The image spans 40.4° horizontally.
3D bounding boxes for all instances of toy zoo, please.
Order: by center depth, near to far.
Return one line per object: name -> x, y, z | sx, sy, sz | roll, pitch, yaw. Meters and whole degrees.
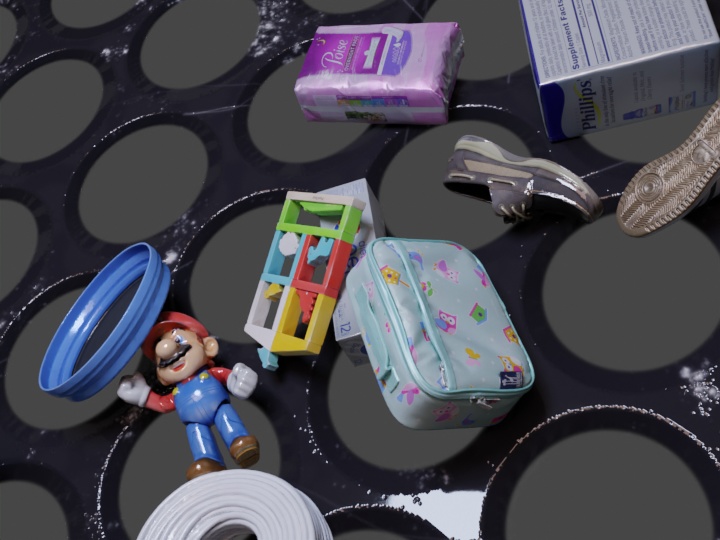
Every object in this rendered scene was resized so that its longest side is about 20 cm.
toy zoo -> -0.068, 0.013, 1.080 | 0.131, 0.020, 0.202 | 9, 80, 52

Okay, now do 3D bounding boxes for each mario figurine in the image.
mario figurine -> -0.187, 0.126, 1.053 | 0.123, 0.106, 0.201 | -13, 57, -32

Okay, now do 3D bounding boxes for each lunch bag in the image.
lunch bag -> 0.075, 0.061, 0.971 | 0.077, 0.159, 0.201 | -51, 47, 37

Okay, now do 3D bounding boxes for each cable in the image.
cable -> -0.124, 0.284, 0.942 | 0.199, 0.070, 0.201 | -26, 44, -1

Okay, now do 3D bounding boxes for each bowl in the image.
bowl -> -0.290, 0.060, 1.118 | 0.200, 0.039, 0.202 | -37, 30, 25

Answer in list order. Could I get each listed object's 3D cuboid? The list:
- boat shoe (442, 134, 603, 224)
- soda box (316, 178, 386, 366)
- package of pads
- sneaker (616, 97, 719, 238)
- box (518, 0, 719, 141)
boat shoe -> 0.176, -0.085, 1.091 | 0.199, 0.074, 0.074 | 27, 80, 40
soda box -> 0.000, 0.000, 1.092 | 0.063, 0.068, 0.202 | -16, 55, 11
package of pads -> 0.026, -0.249, 1.233 | 0.198, 0.076, 0.121 | 4, 58, 21
sneaker -> 0.369, -0.102, 1.037 | 0.200, 0.108, 0.070 | -48, 53, 24
box -> 0.294, -0.271, 1.136 | 0.198, 0.105, 0.185 | -11, 57, 11
